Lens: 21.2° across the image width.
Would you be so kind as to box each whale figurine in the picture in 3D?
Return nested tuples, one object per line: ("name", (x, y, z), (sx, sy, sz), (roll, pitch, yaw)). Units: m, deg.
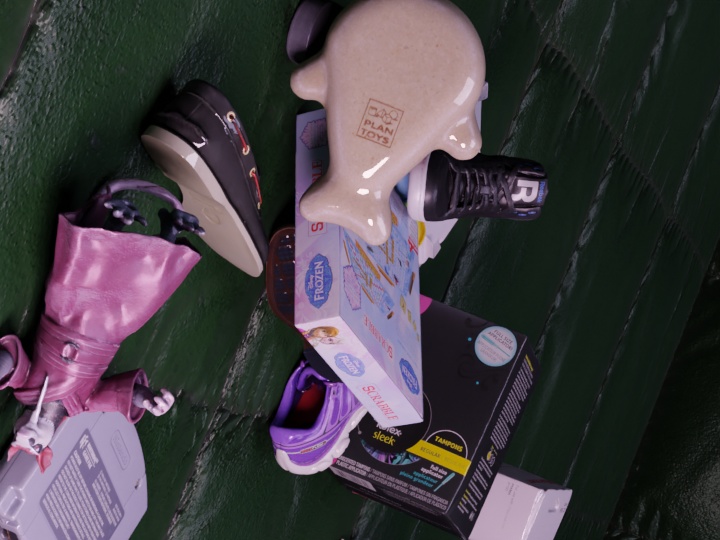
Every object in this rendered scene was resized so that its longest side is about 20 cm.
("whale figurine", (0.019, -0.123, 1.516), (0.104, 0.159, 0.201), (-89, -162, -87))

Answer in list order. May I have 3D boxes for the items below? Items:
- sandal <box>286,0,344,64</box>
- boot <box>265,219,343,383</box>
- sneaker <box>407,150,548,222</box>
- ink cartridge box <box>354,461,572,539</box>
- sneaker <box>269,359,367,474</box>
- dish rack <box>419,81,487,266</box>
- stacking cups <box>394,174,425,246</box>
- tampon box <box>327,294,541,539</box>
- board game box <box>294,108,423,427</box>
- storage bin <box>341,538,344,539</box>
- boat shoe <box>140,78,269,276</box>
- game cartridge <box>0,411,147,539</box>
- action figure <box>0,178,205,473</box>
("sandal", (-0.003, -0.184, 1.596), (0.200, 0.043, 0.076), (-13, 122, -67))
("boot", (-0.037, 0.003, 1.694), (0.200, 0.074, 0.097), (71, 17, -46))
("sneaker", (0.111, -0.080, 1.736), (0.200, 0.111, 0.073), (-27, 123, -75))
("ink cartridge box", (0.112, 0.238, 2.085), (0.083, 0.199, 0.146), (-69, 160, 0))
("sneaker", (-0.018, 0.096, 1.788), (0.200, 0.080, 0.084), (-59, 152, -25))
("dish rack", (0.080, -0.105, 1.896), (0.172, 0.043, 0.200), (-55, 157, -36))
("stacking cups", (0.026, -0.094, 1.731), (0.061, 0.060, 0.200), (-58, 158, -30))
("tampon box", (0.074, 0.146, 1.969), (0.200, 0.149, 0.126), (-65, 161, -13))
("board game box", (0.000, 0.000, 1.607), (0.200, 0.041, 0.200), (53, 31, -53))
("storage bin", (-0.017, 0.431, 2.095), (0.200, 0.093, 0.199), (-59, 158, -28))
("boat shoe", (-0.099, -0.062, 1.414), (0.063, 0.074, 0.202), (-53, 152, -19))
("game cartridge", (-0.210, 0.161, 1.401), (0.200, 0.041, 0.133), (80, 31, -55))
("action figure", (-0.194, 0.038, 1.281), (0.200, 0.134, 0.149), (-61, -155, 13))
